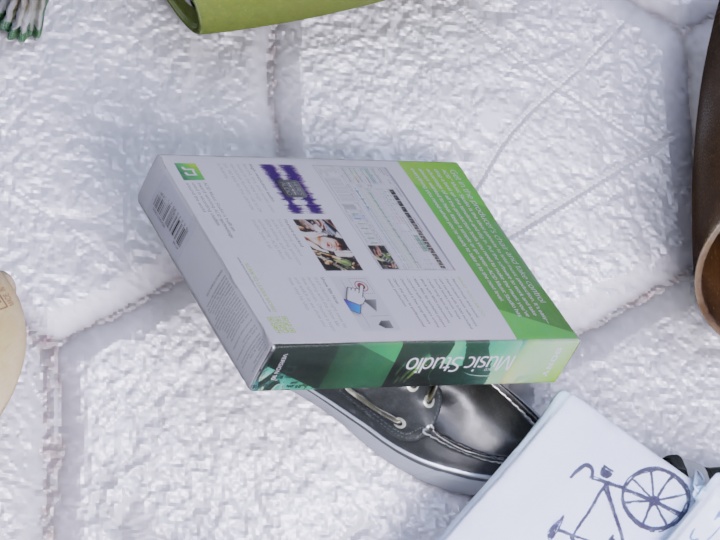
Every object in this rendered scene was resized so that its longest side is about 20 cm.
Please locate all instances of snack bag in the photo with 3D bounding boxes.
[{"bbox_3d":[0.130,0.168,1.374,0.200,0.021,0.189,37,62,14],"label":"snack bag"}]

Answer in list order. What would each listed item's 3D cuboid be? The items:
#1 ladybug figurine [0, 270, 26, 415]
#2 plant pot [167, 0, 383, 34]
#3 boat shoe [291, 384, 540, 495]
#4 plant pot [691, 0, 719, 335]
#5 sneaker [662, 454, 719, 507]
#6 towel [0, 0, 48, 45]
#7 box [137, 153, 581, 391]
[{"bbox_3d":[-0.254,0.059,1.353,0.200,0.072,0.136,-29,77,-25],"label":"ladybug figurine"},{"bbox_3d":[-0.024,-0.216,1.505,0.200,0.187,0.187,-30,76,-10],"label":"plant pot"},{"bbox_3d":[0.015,0.055,1.439,0.200,0.057,0.069,28,61,-1],"label":"boat shoe"},{"bbox_3d":[0.261,-0.082,1.520,0.186,0.187,0.201,4,50,-14],"label":"plant pot"},{"bbox_3d":[0.208,0.190,1.424,0.090,0.067,0.201,1,63,-13],"label":"sneaker"},{"bbox_3d":[-0.161,-0.230,1.443,0.031,0.200,0.150,13,62,-5],"label":"towel"},{"bbox_3d":[0.000,0.000,1.415,0.199,0.036,0.145,-1,43,-35],"label":"box"}]
